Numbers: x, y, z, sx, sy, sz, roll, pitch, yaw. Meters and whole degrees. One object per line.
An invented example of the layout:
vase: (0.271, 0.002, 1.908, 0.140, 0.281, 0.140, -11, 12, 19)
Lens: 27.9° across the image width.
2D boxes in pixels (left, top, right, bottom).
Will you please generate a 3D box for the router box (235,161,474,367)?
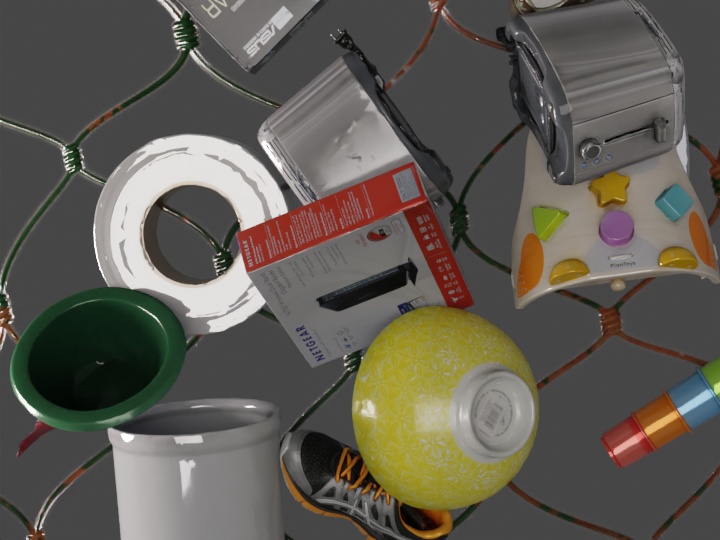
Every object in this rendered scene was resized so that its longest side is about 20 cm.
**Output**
router box: (0.000, 0.000, 1.385, 0.179, 0.200, 0.049, -22, 56, 6)

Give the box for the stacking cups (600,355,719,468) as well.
stacking cups: (0.333, 0.131, 1.438, 0.200, 0.061, 0.061, -35, 91, 11)

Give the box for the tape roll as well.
tape roll: (-0.163, -0.036, 1.453, 0.202, 0.071, 0.203, 0, 95, 4)

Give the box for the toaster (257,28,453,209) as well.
toaster: (-0.010, -0.120, 1.414, 0.129, 0.114, 0.200, -36, 93, 9)

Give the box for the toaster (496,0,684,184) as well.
toaster: (0.213, -0.172, 1.327, 0.129, 0.200, 0.114, -13, 130, -5)

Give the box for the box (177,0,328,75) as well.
box: (-0.094, -0.321, 1.439, 0.200, 0.044, 0.160, -44, 90, 6)

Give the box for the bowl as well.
bowl: (0.102, 0.134, 1.378, 0.200, 0.108, 0.201, 1, 89, -32)

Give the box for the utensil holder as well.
utensil holder: (-0.157, 0.240, 1.428, 0.169, 0.170, 0.201, -2, 97, 5)

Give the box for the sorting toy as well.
sorting toy: (0.235, -0.071, 1.385, 0.199, 0.107, 0.181, -8, 75, 5)

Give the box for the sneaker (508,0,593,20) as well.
sneaker: (0.234, -0.298, 1.398, 0.200, 0.076, 0.071, -35, 91, 7)

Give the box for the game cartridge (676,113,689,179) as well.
game cartridge: (0.254, -0.136, 1.431, 0.133, 0.041, 0.201, -11, 94, 1)

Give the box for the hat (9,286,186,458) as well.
hat: (-0.246, 0.130, 1.437, 0.200, 0.176, 0.166, 30, 60, 32)

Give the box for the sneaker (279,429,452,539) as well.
sneaker: (0.008, 0.214, 1.429, 0.200, 0.078, 0.077, 35, 140, -20)
